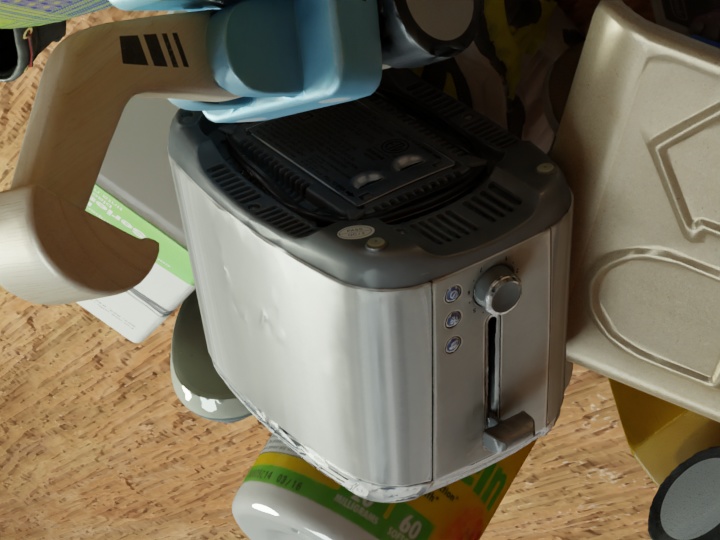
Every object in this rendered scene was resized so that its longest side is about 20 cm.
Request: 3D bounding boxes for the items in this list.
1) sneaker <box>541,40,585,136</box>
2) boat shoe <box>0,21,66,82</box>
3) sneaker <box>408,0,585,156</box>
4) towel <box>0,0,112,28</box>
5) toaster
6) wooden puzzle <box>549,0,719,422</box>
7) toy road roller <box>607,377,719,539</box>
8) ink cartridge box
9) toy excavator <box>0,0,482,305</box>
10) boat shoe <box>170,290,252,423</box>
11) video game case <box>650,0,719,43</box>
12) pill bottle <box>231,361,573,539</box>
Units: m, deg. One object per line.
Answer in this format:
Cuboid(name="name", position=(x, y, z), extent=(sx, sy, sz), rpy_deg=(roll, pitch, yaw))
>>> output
Cuboid(name="sneaker", position=(0.149, -0.018, 1.223), extent=(0.200, 0.071, 0.112), rpy_deg=(32, 160, -7))
Cuboid(name="boat shoe", position=(-0.192, -0.162, 1.429), extent=(0.074, 0.063, 0.201), rpy_deg=(26, 161, 24))
Cuboid(name="sneaker", position=(0.043, -0.096, 1.211), extent=(0.085, 0.074, 0.200), rpy_deg=(30, 155, 26))
Cuboid(name="towel", position=(-0.138, -0.140, 1.251), extent=(0.144, 0.023, 0.200), rpy_deg=(7, 165, -40))
Cuboid(name="toaster", position=(0.000, 0.000, 1.161), extent=(0.200, 0.114, 0.129), rpy_deg=(34, 139, 45))
Cuboid(name="wooden puzzle", position=(0.164, -0.007, 1.113), extent=(0.200, 0.046, 0.185), rpy_deg=(26, 140, 10))
Cuboid(name="toy road roller", position=(0.211, 0.076, 1.349), extent=(0.123, 0.146, 0.200), rpy_deg=(42, -163, -30))
Cuboid(name="ink cartridge box", position=(-0.080, -0.061, 1.367), extent=(0.084, 0.146, 0.200), rpy_deg=(35, 162, -6))
Cuboid(name="toy excavator", position=(-0.059, -0.089, 1.061), extent=(0.200, 0.195, 0.100), rpy_deg=(-4, 176, -42))
Cuboid(name="boat shoe", position=(-0.038, 0.020, 1.437), extent=(0.070, 0.201, 0.072), rpy_deg=(11, 129, 13))
Cuboid(name="video game case", position=(0.174, -0.104, 1.024), extent=(0.182, 0.023, 0.200), rpy_deg=(24, 161, 24))
Cuboid(name="pill bottle", position=(0.033, 0.060, 1.416), extent=(0.111, 0.200, 0.111), rpy_deg=(28, 162, 10))
